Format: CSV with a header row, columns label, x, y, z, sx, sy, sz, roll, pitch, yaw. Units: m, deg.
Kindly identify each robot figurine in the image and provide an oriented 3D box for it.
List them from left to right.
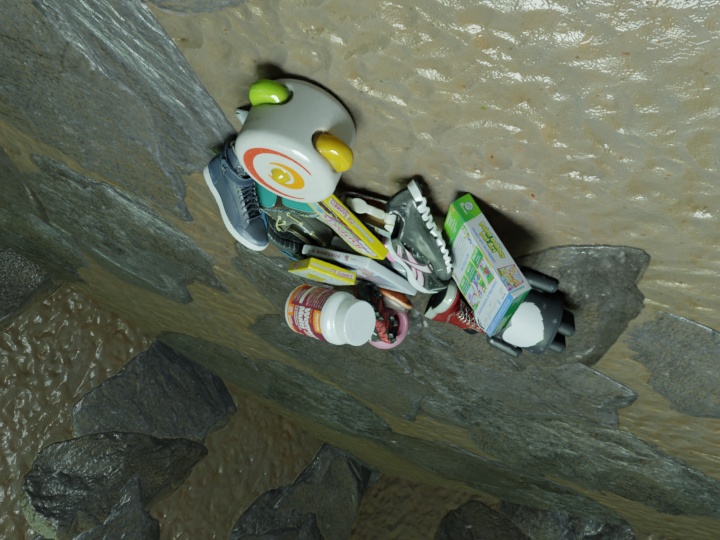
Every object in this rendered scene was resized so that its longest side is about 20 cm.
label,x,y,z,sx,sy,sz,roll,pitch,yaw
robot figurine,0.319,0.088,1.480,0.196,0.154,0.125,23,171,0

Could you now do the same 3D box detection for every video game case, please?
label,x,y,z,sx,sy,sz,roll,pitch,yaw
video game case,0.000,0.000,1.590,0.179,0.024,0.199,13,169,38
video game case,0.028,-0.008,1.650,0.178,0.023,0.200,21,168,8

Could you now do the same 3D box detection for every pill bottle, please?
label,x,y,z,sx,sy,sz,roll,pitch,yaw
pill bottle,-0.065,0.096,1.619,0.197,0.111,0.109,10,156,48

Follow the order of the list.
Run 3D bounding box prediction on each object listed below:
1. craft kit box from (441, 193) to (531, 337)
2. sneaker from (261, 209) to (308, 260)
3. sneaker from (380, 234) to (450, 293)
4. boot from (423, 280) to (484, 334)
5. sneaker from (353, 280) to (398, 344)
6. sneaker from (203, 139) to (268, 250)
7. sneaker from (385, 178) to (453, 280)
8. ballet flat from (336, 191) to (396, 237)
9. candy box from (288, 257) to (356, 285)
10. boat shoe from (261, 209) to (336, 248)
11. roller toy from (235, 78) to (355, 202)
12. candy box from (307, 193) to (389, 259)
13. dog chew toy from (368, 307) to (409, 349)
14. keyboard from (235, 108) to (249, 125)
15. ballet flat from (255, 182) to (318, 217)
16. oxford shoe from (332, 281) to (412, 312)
label,x,y,z,sx,sy,sz,roll,pitch,yaw
craft kit box,0.212,-0.004,1.350,0.200,0.048,0.201,57,165,17
sneaker,-0.177,-0.074,1.688,0.081,0.075,0.200,2,148,44
sneaker,0.126,-0.022,1.503,0.085,0.082,0.199,-14,144,40
boot,0.225,0.086,1.650,0.141,0.074,0.200,23,166,1
sneaker,0.014,0.098,1.687,0.095,0.072,0.202,-6,141,21
sneaker,-0.214,-0.150,1.450,0.145,0.076,0.205,-32,89,44
sneaker,0.101,-0.060,1.354,0.067,0.089,0.203,-109,-7,-63
ballet flat,0.039,-0.103,1.408,0.196,0.071,0.071,18,-179,22
candy box,-0.083,0.004,1.580,0.100,0.027,0.199,17,173,-16
boat shoe,-0.144,-0.108,1.597,0.198,0.061,0.072,28,157,-9
roller toy,-0.106,-0.204,1.244,0.196,0.143,0.183,24,158,-3
candy box,-0.038,-0.095,1.430,0.200,0.027,0.102,44,168,-24
dog chew toy,0.030,0.121,1.860,0.124,0.127,0.198,38,161,-33
keyboard,-0.163,-0.208,1.383,0.056,0.011,0.202,18,146,52
ballet flat,-0.154,-0.148,1.522,0.196,0.075,0.075,21,158,17
oxford shoe,0.027,0.062,1.755,0.196,0.075,0.071,23,-167,17
